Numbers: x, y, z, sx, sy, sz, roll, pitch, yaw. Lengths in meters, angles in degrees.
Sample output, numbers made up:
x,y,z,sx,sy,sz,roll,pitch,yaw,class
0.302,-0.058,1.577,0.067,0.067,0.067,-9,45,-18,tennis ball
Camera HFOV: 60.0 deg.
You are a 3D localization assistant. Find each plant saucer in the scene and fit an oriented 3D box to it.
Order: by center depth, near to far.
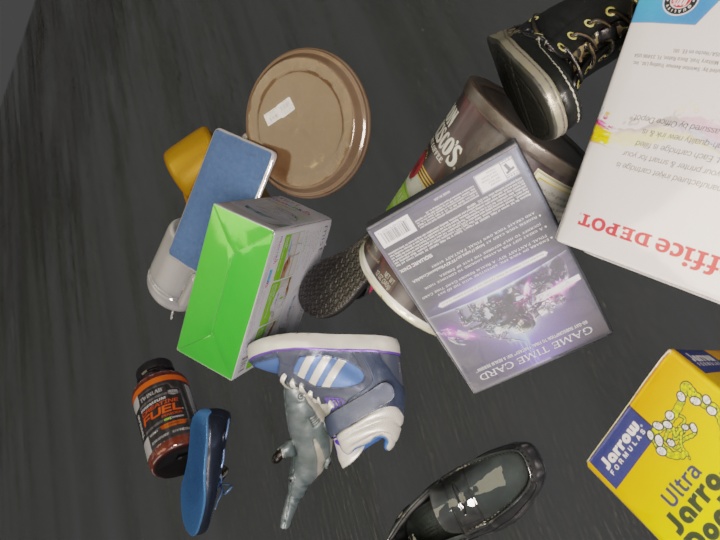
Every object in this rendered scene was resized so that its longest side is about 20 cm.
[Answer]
x,y,z,sx,sy,sz,roll,pitch,yaw,class
-0.079,-0.200,0.857,0.195,0.029,0.206,5,102,23,plant saucer

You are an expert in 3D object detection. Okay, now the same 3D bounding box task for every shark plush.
x,y,z,sx,sy,sz,roll,pitch,yaw,class
-0.087,0.235,0.830,0.090,0.082,0.204,34,109,45,shark plush

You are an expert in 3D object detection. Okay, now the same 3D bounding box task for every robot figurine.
x,y,z,sx,sy,sz,roll,pitch,yaw,class
-0.304,-0.010,1.095,0.202,0.111,0.171,-55,32,28,robot figurine

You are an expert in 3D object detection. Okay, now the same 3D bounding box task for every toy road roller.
x,y,z,sx,sy,sz,roll,pitch,yaw,class
-0.223,-0.122,0.959,0.121,0.146,0.202,-32,53,5,toy road roller

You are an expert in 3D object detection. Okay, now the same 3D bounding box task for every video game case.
x,y,z,sx,sy,sz,roll,pitch,yaw,class
0.115,0.007,0.543,0.141,0.202,0.019,-27,24,20,video game case

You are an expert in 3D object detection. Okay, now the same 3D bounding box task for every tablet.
x,y,z,sx,sy,sz,roll,pitch,yaw,class
-0.198,-0.091,0.884,0.128,0.014,0.204,26,95,31,tablet

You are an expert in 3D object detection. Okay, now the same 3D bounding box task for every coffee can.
x,y,z,sx,sy,sz,roll,pitch,yaw,class
0.107,-0.057,0.603,0.202,0.144,0.148,-56,48,27,coffee can

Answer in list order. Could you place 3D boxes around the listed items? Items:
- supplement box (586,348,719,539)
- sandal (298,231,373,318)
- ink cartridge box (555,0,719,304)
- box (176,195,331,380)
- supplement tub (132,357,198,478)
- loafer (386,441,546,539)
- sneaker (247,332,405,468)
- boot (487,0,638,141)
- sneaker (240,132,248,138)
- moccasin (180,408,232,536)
x,y,z,sx,sy,sz,roll,pitch,yaw,class
0.273,0.157,0.408,0.200,0.107,0.111,47,119,41,supplement box
0.000,0.000,0.804,0.198,0.045,0.076,-36,64,23,sandal
0.260,-0.085,0.431,0.146,0.144,0.205,28,105,46,ink cartridge box
-0.135,0.015,0.834,0.095,0.176,0.204,23,108,15,box
-0.344,0.254,1.107,0.108,0.105,0.201,-55,48,27,supplement tub
0.102,0.236,0.623,0.201,0.069,0.069,-48,52,33,loafer
-0.044,0.155,0.739,0.194,0.081,0.150,-2,73,7,sneaker
0.187,-0.184,0.498,0.151,0.074,0.205,-22,25,14,boot
-0.097,-0.203,0.920,0.198,0.073,0.089,-34,76,31,sneaker
-0.240,0.327,1.008,0.079,0.067,0.205,17,98,41,moccasin
